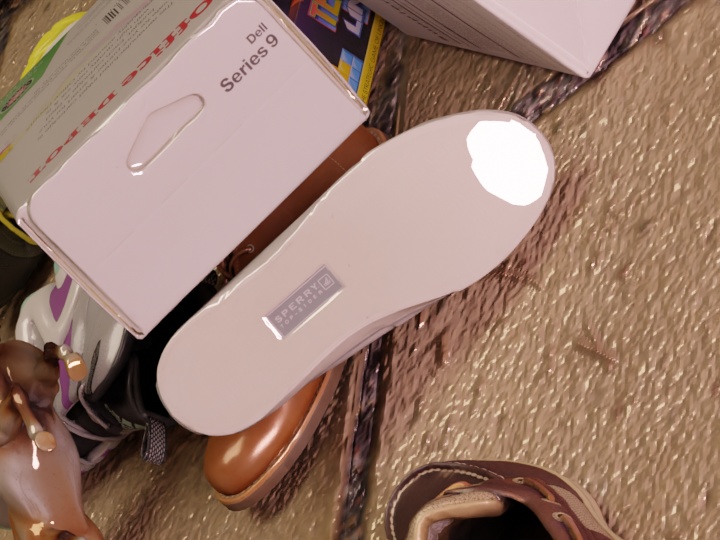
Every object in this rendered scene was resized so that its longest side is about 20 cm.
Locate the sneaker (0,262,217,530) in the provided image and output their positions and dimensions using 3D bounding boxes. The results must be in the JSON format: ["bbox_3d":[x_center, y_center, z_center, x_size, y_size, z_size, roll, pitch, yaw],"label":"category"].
[{"bbox_3d":[-0.128,0.068,1.464,0.140,0.077,0.201,49,121,51],"label":"sneaker"}]

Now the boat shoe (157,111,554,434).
[{"bbox_3d":[0.000,0.000,1.289,0.200,0.072,0.069,-43,3,11],"label":"boat shoe"}]

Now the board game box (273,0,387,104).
[{"bbox_3d":[-0.063,-0.117,1.568,0.200,0.057,0.166,-31,36,45],"label":"board game box"}]

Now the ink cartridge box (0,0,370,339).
[{"bbox_3d":[-0.092,-0.067,1.351,0.145,0.088,0.200,-45,17,-1],"label":"ink cartridge box"}]

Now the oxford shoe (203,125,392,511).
[{"bbox_3d":[-0.043,0.013,1.374,0.071,0.071,0.201,-15,52,50],"label":"oxford shoe"}]

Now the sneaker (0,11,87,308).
[{"bbox_3d":[-0.185,-0.064,1.706,0.085,0.074,0.201,6,68,62],"label":"sneaker"}]

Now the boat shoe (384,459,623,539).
[{"bbox_3d":[0.049,0.103,1.105,0.072,0.072,0.200,-58,25,1],"label":"boat shoe"}]

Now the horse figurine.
[{"bbox_3d":[-0.153,0.093,1.409,0.050,0.201,0.132,-24,18,-22],"label":"horse figurine"}]

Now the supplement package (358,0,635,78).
[{"bbox_3d":[0.047,-0.178,1.360,0.122,0.120,0.200,-59,25,-3],"label":"supplement package"}]
